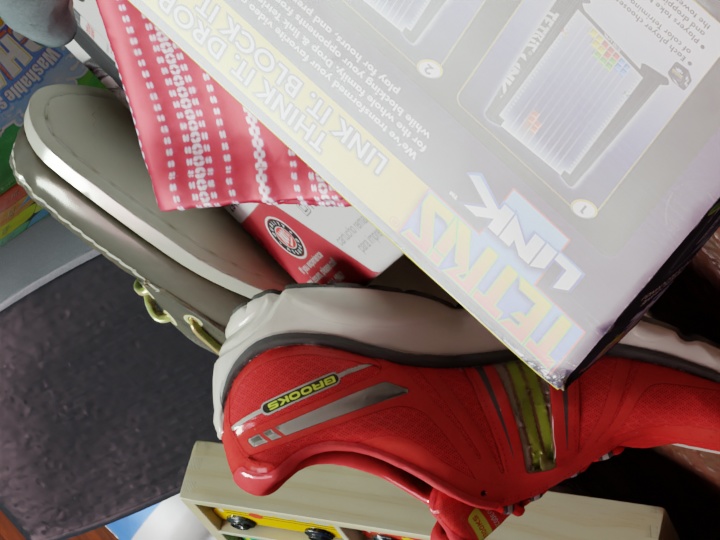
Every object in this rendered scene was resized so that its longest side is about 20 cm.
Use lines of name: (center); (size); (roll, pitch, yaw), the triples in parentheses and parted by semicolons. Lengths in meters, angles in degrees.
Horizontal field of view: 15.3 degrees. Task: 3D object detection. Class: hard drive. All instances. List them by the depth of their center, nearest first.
hard drive: (-0.094, 0.035, 1.129); (0.135, 0.200, 0.042); (53, -157, -20)

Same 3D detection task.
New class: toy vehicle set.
toy vehicle set: (0.037, 0.117, 1.110); (0.200, 0.027, 0.124); (7, 158, 20)

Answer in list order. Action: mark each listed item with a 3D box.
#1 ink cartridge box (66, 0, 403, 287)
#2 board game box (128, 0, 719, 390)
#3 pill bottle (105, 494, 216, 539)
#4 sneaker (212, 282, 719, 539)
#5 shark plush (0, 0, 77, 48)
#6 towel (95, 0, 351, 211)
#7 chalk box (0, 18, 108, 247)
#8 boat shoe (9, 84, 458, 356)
ink cartridge box: (-0.037, -0.095, 0.884); (0.200, 0.084, 0.144); (46, 162, -1)
board game box: (0.029, -0.093, 0.683); (0.200, 0.057, 0.165); (43, 134, 7)
pill bottle: (-0.101, 0.082, 1.371); (0.200, 0.112, 0.112); (42, 162, 6)
sneaker: (0.048, 0.057, 0.912); (0.200, 0.085, 0.077); (5, 168, -7)
shark plush: (-0.122, -0.109, 0.760); (0.091, 0.083, 0.200); (63, 157, 3)
towel: (0.003, -0.079, 0.761); (0.200, 0.022, 0.145); (1, 119, 33)
chalk box: (-0.138, -0.085, 1.028); (0.200, 0.124, 0.124); (52, 162, 4)
boat shoe: (-0.045, 0.002, 0.972); (0.202, 0.072, 0.060); (29, 127, -24)
